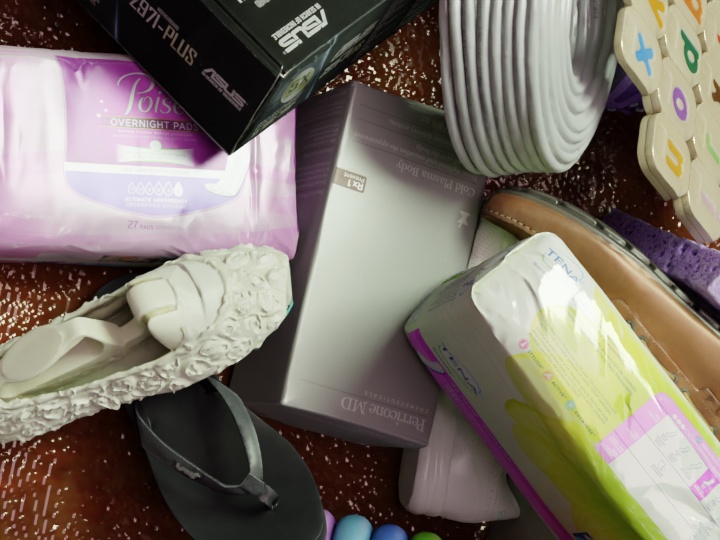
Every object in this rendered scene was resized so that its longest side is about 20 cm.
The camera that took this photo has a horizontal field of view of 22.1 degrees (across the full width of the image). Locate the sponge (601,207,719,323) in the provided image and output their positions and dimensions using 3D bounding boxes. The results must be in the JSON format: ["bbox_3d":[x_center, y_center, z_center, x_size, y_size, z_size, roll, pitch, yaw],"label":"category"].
[{"bbox_3d":[0.224,0.015,1.146,0.112,0.200,0.030,35,92,-16],"label":"sponge"}]

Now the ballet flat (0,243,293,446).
[{"bbox_3d":[-0.130,0.038,1.009,0.200,0.072,0.072,-26,97,3],"label":"ballet flat"}]

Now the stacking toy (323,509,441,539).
[{"bbox_3d":[0.040,0.184,1.051,0.200,0.085,0.085,7,81,5],"label":"stacking toy"}]

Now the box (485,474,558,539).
[{"bbox_3d":[0.193,0.180,1.165,0.200,0.109,0.128,25,76,-20],"label":"box"}]

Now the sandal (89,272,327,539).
[{"bbox_3d":[-0.094,0.086,1.031,0.076,0.043,0.200,-36,71,-9],"label":"sandal"}]

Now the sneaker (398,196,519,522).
[{"bbox_3d":[0.084,0.057,1.141,0.088,0.075,0.200,11,90,-10],"label":"sneaker"}]

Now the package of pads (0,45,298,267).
[{"bbox_3d":[-0.138,-0.063,1.053,0.200,0.076,0.121,1,84,-25],"label":"package of pads"}]

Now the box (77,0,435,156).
[{"bbox_3d":[-0.053,-0.189,1.050,0.164,0.086,0.200,47,53,5],"label":"box"}]

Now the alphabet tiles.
[{"bbox_3d":[0.202,-0.122,1.126,0.196,0.015,0.200,43,48,-43],"label":"alphabet tiles"}]

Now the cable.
[{"bbox_3d":[0.105,-0.152,1.063,0.200,0.069,0.200,-27,123,-65],"label":"cable"}]

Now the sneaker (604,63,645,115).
[{"bbox_3d":[0.151,-0.129,1.205,0.200,0.081,0.083,26,88,-11],"label":"sneaker"}]

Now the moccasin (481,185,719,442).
[{"bbox_3d":[0.149,0.027,1.084,0.201,0.074,0.078,41,93,-3],"label":"moccasin"}]

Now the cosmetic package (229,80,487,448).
[{"bbox_3d":[0.000,0.000,1.106,0.107,0.090,0.200,16,76,-26],"label":"cosmetic package"}]

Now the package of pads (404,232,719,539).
[{"bbox_3d":[0.117,0.080,1.007,0.068,0.155,0.200,-38,91,-16],"label":"package of pads"}]
